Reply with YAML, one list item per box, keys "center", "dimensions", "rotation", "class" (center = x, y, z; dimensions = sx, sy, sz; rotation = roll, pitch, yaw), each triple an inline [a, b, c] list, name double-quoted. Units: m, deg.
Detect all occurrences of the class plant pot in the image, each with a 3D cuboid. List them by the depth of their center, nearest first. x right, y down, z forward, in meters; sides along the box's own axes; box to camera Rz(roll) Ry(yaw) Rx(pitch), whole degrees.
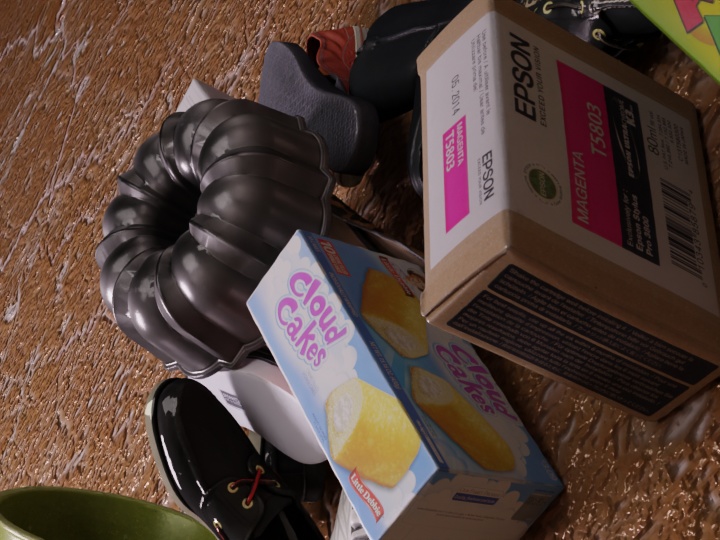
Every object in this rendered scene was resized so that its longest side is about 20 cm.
- center: [-0.213, 0.292, 1.227]
  dimensions: [0.200, 0.198, 0.193]
  rotation: [20, 99, 64]
  class: "plant pot"

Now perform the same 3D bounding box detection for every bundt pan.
- center: [-0.113, -0.032, 1.079]
  dimensions: [0.201, 0.075, 0.204]
  rotation: [-26, 51, 37]
  class: "bundt pan"

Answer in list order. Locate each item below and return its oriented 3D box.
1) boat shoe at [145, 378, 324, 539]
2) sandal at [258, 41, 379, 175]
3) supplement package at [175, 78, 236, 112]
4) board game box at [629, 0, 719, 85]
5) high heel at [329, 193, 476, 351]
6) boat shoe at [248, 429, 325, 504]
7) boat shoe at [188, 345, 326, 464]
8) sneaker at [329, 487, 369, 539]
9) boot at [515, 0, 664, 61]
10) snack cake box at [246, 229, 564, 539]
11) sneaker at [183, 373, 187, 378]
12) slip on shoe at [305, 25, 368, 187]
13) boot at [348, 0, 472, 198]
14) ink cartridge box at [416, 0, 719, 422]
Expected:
- center: [-0.074, 0.158, 1.048]
  dimensions: [0.063, 0.203, 0.073]
  rotation: [-22, 10, 44]
  class: "boat shoe"
- center: [-0.032, -0.123, 1.226]
  dimensions: [0.200, 0.042, 0.077]
  rotation: [46, 126, 52]
  class: "sandal"
- center: [-0.140, -0.050, 1.422]
  dimensions: [0.201, 0.116, 0.117]
  rotation: [-60, 27, 11]
  class: "supplement package"
- center: [0.233, -0.129, 0.812]
  dimensions: [0.102, 0.047, 0.201]
  rotation: [-55, 41, 20]
  class: "board game box"
- center: [0.000, 0.000, 1.083]
  dimensions: [0.072, 0.142, 0.200]
  rotation: [-59, 27, 9]
  class: "high heel"
- center: [-0.055, 0.116, 1.191]
  dimensions: [0.202, 0.062, 0.075]
  rotation: [-97, 8, -67]
  class: "boat shoe"
- center: [-0.054, 0.080, 1.086]
  dimensions: [0.067, 0.072, 0.199]
  rotation: [-34, 18, -22]
  class: "boat shoe"
- center: [0.011, 0.154, 1.023]
  dimensions: [0.081, 0.074, 0.202]
  rotation: [-47, 30, 51]
  class: "sneaker"
- center: [0.144, -0.123, 1.005]
  dimensions: [0.203, 0.073, 0.156]
  rotation: [24, 94, 64]
  class: "boot"
- center: [0.024, 0.074, 0.946]
  dimensions: [0.067, 0.114, 0.201]
  rotation: [-52, 48, 24]
  class: "snack cake box"
- center: [-0.101, 0.014, 1.216]
  dimensions: [0.076, 0.070, 0.201]
  rotation: [-66, -5, -48]
  class: "sneaker"
- center: [-0.020, -0.139, 1.309]
  dimensions: [0.201, 0.060, 0.075]
  rotation: [-93, 5, -48]
  class: "slip on shoe"
- center: [0.050, -0.128, 1.173]
  dimensions: [0.167, 0.076, 0.202]
  rotation: [-11, 53, 56]
  class: "boot"
- center: [0.117, -0.038, 0.869]
  dimensions: [0.075, 0.163, 0.202]
  rotation: [-41, 35, 40]
  class: "ink cartridge box"
